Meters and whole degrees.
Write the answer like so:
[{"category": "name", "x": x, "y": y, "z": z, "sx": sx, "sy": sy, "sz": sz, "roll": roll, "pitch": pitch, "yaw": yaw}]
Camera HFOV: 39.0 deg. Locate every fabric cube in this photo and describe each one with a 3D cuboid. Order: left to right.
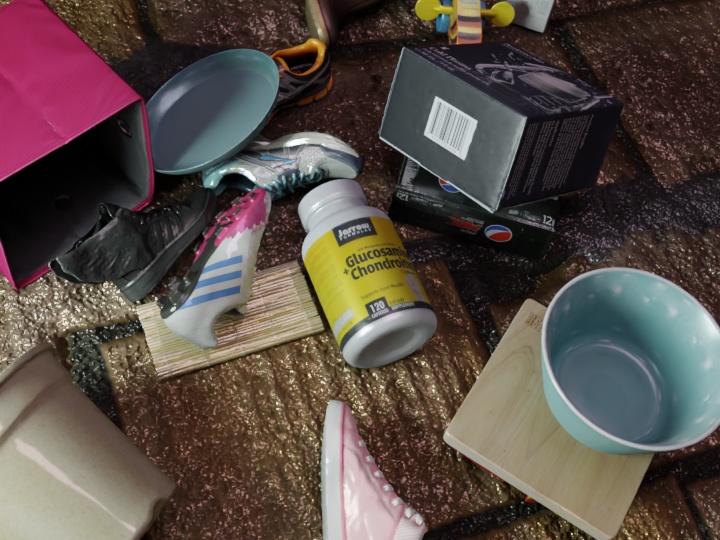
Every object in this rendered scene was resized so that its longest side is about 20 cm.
[{"category": "fabric cube", "x": -0.369, "y": -0.143, "z": 1.119, "sx": 0.200, "sy": 0.197, "sz": 0.199, "roll": -37, "pitch": 69, "yaw": -26}]

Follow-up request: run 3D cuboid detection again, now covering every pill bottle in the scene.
[{"category": "pill bottle", "x": 0.000, "y": 0.000, "z": 1.144, "sx": 0.111, "sy": 0.112, "sz": 0.201, "roll": -15, "pitch": 63, "yaw": -18}]

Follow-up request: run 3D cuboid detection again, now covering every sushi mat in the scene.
[{"category": "sushi mat", "x": -0.145, "y": 0.054, "z": 1.146, "sx": 0.199, "sy": 0.012, "sz": 0.096, "roll": -17, "pitch": 63, "yaw": -18}]

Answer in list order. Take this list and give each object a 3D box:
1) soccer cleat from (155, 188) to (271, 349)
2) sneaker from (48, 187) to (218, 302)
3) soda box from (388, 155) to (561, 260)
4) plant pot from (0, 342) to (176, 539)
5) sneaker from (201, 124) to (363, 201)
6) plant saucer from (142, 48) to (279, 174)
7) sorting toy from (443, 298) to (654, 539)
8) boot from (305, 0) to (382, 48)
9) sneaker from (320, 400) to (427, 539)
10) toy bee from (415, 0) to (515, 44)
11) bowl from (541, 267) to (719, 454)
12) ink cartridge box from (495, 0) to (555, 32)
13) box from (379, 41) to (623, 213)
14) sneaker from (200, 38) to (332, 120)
[{"category": "soccer cleat", "x": -0.147, "y": -0.001, "z": 1.134, "sx": 0.086, "sy": 0.070, "sz": 0.200, "roll": 45, "pitch": 59, "yaw": -22}, {"category": "sneaker", "x": -0.248, "y": -0.046, "z": 1.136, "sx": 0.104, "sy": 0.060, "sz": 0.200, "roll": 48, "pitch": 59, "yaw": -24}, {"category": "soda box", "x": 0.139, "y": -0.080, "z": 1.240, "sx": 0.199, "sy": 0.071, "sz": 0.064, "roll": 16, "pitch": 58, "yaw": 1}, {"category": "plant pot", "x": -0.281, "y": 0.201, "z": 0.943, "sx": 0.183, "sy": 0.201, "sz": 0.201, "roll": 36, "pitch": 59, "yaw": 0}, {"category": "sneaker", "x": -0.096, "y": -0.116, "z": 1.229, "sx": 0.199, "sy": 0.078, "sz": 0.087, "roll": 3, "pitch": 64, "yaw": 3}, {"category": "plant saucer", "x": -0.181, "y": -0.186, "z": 1.213, "sx": 0.199, "sy": 0.027, "sz": 0.201, "roll": -16, "pitch": 47, "yaw": 18}, {"category": "sorting toy", "x": 0.215, "y": 0.167, "z": 1.106, "sx": 0.198, "sy": 0.070, "sz": 0.200, "roll": 31, "pitch": 59, "yaw": 9}, {"category": "boot", "x": 0.005, "y": -0.385, "z": 1.395, "sx": 0.165, "sy": 0.073, "sz": 0.201, "roll": -5, "pitch": 54, "yaw": -4}, {"category": "sneaker", "x": 0.012, "y": 0.230, "z": 1.028, "sx": 0.104, "sy": 0.075, "sz": 0.201, "roll": -1, "pitch": 67, "yaw": -5}, {"category": "toy bee", "x": 0.136, "y": -0.375, "z": 1.399, "sx": 0.130, "sy": 0.109, "sz": 0.201, "roll": -16, "pitch": 63, "yaw": -17}, {"category": "bowl", "x": 0.269, "y": 0.109, "z": 1.047, "sx": 0.199, "sy": 0.105, "sz": 0.202, "roll": 4, "pitch": 58, "yaw": -7}, {"category": "ink cartridge box", "x": 0.258, "y": -0.459, "z": 1.415, "sx": 0.085, "sy": 0.200, "sz": 0.148, "roll": 19, "pitch": 58, "yaw": 3}, {"category": "box", "x": 0.167, "y": -0.179, "z": 1.213, "sx": 0.196, "sy": 0.125, "sz": 0.200, "roll": -13, "pitch": 40, "yaw": -43}, {"category": "sneaker", "x": -0.121, "y": -0.236, "z": 1.288, "sx": 0.200, "sy": 0.077, "sz": 0.078, "roll": -33, "pitch": 71, "yaw": -24}]
